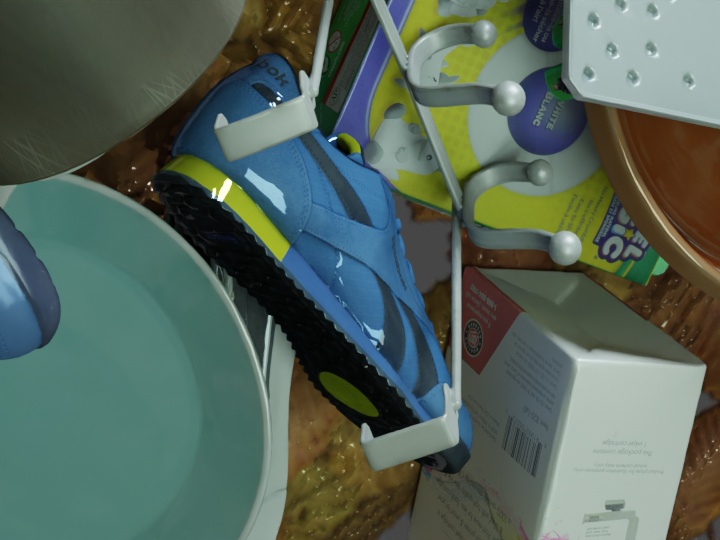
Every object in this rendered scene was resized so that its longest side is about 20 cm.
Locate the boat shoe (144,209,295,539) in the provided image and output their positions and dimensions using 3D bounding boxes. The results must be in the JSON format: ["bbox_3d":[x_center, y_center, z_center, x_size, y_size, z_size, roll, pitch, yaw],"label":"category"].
[{"bbox_3d":[-0.067,0.046,1.018,0.067,0.072,0.201,2,106,-39],"label":"boat shoe"}]

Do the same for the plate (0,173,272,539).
[{"bbox_3d":[-0.129,0.053,0.985,0.199,0.026,0.202,4,107,12],"label":"plate"}]

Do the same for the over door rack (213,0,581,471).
[{"bbox_3d":[0.025,-0.044,0.915,0.066,0.200,0.148,-13,118,23],"label":"over door rack"}]

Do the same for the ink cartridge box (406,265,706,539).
[{"bbox_3d":[0.077,0.112,1.085,0.067,0.116,0.201,4,109,-24],"label":"ink cartridge box"}]

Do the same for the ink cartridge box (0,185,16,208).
[{"bbox_3d":[-0.231,-0.057,0.847,0.200,0.144,0.084,40,65,-22],"label":"ink cartridge box"}]

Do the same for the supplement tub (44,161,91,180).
[{"bbox_3d":[-0.152,-0.140,0.876,0.145,0.144,0.200,-48,119,0],"label":"supplement tub"}]

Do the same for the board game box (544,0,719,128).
[{"bbox_3d":[0.161,-0.151,1.016,0.199,0.026,0.202,9,78,-30],"label":"board game box"}]

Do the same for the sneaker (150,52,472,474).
[{"bbox_3d":[0.000,0.000,0.979,0.079,0.066,0.200,-53,126,-22],"label":"sneaker"}]

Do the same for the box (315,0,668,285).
[{"bbox_3d":[0.080,-0.071,1.057,0.199,0.048,0.118,19,100,-29],"label":"box"}]

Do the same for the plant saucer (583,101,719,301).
[{"bbox_3d":[0.173,-0.079,1.044,0.199,0.032,0.202,5,80,-31],"label":"plant saucer"}]

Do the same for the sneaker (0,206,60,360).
[{"bbox_3d":[-0.183,-0.022,0.747,0.199,0.074,0.083,34,67,-15],"label":"sneaker"}]

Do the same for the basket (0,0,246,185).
[{"bbox_3d":[-0.129,-0.136,0.734,0.180,0.136,0.200,-43,123,-12],"label":"basket"}]
